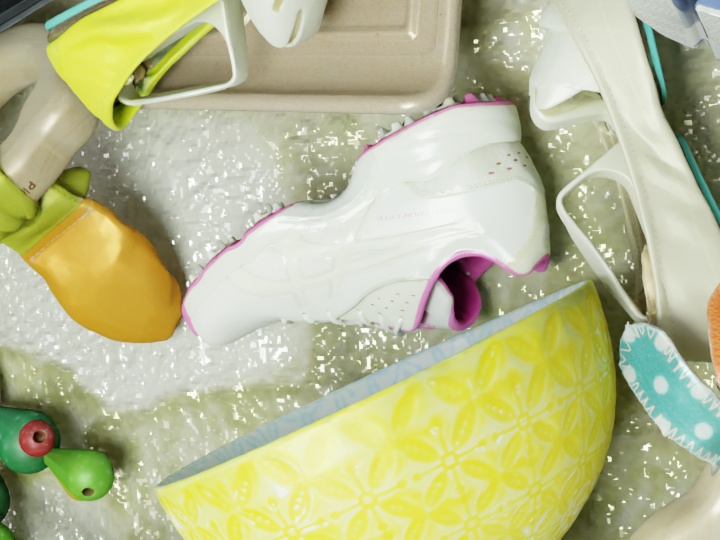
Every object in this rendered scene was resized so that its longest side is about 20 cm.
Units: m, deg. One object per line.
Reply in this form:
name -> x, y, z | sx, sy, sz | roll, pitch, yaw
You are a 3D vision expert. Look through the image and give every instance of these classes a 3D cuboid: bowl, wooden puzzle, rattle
bowl -> 0.027, 0.093, 0.671 | 0.199, 0.200, 0.109 | -27, 88, 31
wooden puzzle -> -0.023, -0.170, 0.754 | 0.184, 0.046, 0.202 | 5, 87, 34
rattle -> -0.173, -0.065, 0.872 | 0.200, 0.142, 0.131 | 35, 101, 54
rattle -> 0.152, 0.118, 0.599 | 0.129, 0.143, 0.202 | 3, 108, 10

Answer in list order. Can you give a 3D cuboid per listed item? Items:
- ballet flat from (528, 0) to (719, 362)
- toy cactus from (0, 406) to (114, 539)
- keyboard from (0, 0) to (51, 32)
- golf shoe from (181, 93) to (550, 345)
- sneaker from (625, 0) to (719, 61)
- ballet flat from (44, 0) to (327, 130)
ballet flat -> 0.104, -0.055, 0.672 | 0.069, 0.069, 0.202 | -24, 81, 32
toy cactus -> -0.223, 0.106, 0.899 | 0.199, 0.102, 0.167 | -26, 71, 40
keyboard -> -0.182, -0.160, 0.825 | 0.199, 0.021, 0.128 | -22, 51, 31
golf shoe -> 0.000, 0.000, 0.749 | 0.199, 0.075, 0.092 | -31, 81, 32
sneaker -> 0.206, -0.118, 0.593 | 0.198, 0.080, 0.116 | 22, 91, 17
ballet flat -> -0.055, -0.119, 0.712 | 0.199, 0.067, 0.068 | -26, 92, 32
